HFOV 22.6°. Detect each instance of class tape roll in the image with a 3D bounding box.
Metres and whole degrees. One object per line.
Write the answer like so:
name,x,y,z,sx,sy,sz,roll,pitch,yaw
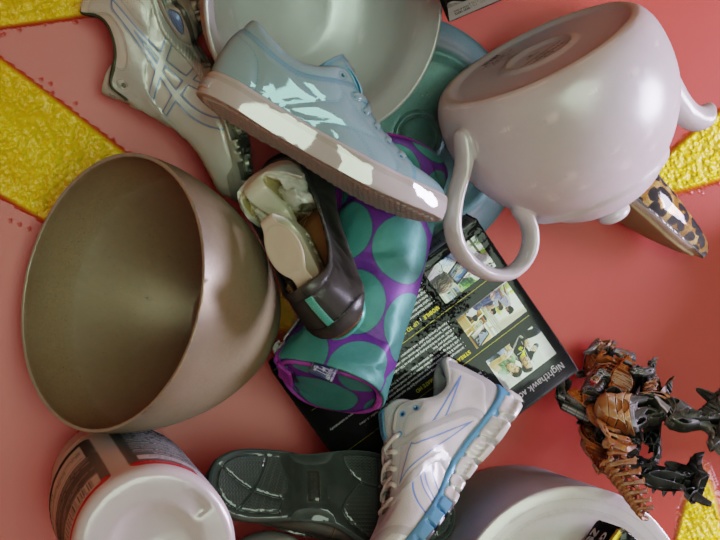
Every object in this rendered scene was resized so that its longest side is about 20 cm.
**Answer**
tape roll,0.142,0.262,1.418,0.201,0.139,0.205,0,91,-16

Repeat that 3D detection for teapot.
teapot,0.160,-0.099,1.354,0.198,0.198,0.147,-21,108,17

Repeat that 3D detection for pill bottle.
pill bottle,-0.164,0.175,1.294,0.113,0.200,0.115,-2,98,-16

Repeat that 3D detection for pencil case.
pencil case,0.000,0.000,1.344,0.092,0.085,0.202,18,71,-4

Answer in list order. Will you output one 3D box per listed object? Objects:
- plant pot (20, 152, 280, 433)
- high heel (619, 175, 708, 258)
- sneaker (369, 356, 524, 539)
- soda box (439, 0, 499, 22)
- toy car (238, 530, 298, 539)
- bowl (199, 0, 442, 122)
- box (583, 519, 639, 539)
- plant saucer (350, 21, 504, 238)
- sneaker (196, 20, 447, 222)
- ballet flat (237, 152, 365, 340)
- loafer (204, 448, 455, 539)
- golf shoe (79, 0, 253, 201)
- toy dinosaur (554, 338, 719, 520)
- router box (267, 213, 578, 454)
plant pot,-0.136,0.026,1.326,0.134,0.199,0.202,14,87,-46
high heel,0.240,-0.115,1.477,0.200,0.071,0.143,39,78,-12
sneaker,0.038,0.147,1.342,0.086,0.075,0.200,37,56,0
soda box,0.100,-0.237,1.365,0.070,0.200,0.064,-21,97,16
toy car,-0.040,0.306,1.370,0.150,0.175,0.201,16,107,-56
bowl,-0.043,-0.202,1.354,0.199,0.090,0.203,-3,97,-27
box,0.213,0.309,1.343,0.200,0.049,0.160,39,79,-14
plant saucer,0.042,-0.106,1.438,0.198,0.036,0.202,0,92,-16
sneaker,-0.013,-0.108,1.274,0.199,0.074,0.082,31,83,-15
ballet flat,-0.047,-0.035,1.294,0.068,0.201,0.068,-41,132,12
loafer,-0.027,0.174,1.376,0.198,0.063,0.073,12,71,-18
golf shoe,-0.145,-0.138,1.377,0.096,0.078,0.202,-22,92,4
toy dinosaur,0.216,0.130,1.415,0.134,0.102,0.201,15,52,-5
router box,0.049,0.075,1.418,0.199,0.051,0.150,-36,100,-1
